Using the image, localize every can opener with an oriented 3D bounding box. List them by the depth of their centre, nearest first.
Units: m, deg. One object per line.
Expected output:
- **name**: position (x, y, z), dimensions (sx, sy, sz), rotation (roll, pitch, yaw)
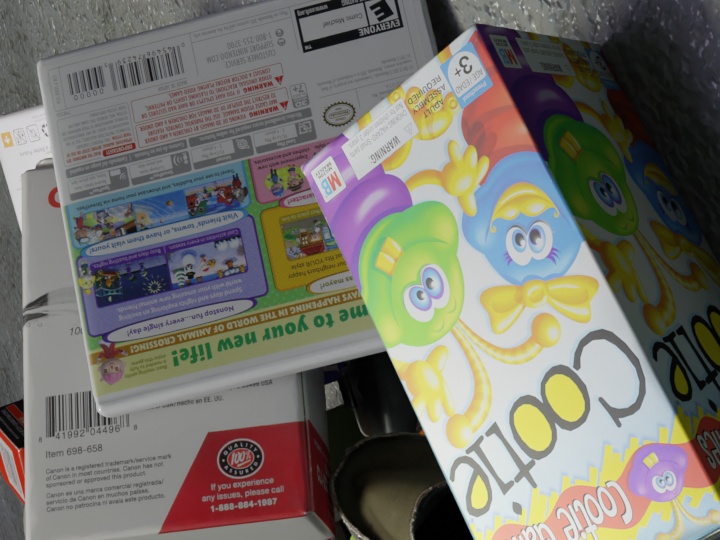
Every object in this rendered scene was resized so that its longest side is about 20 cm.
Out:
- **can opener**: position (0.000, 0.000, 0.859), dimensions (0.066, 0.052, 0.202), rotation (-31, 76, 65)

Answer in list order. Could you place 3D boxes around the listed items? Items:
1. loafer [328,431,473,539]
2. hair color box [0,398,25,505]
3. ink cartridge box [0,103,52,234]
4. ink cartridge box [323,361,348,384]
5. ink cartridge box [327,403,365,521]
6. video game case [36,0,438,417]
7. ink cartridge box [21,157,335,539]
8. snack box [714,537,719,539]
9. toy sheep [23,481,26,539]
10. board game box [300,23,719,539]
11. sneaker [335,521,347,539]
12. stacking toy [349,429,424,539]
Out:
- **loafer**: position (0.049, 0.112, 0.694), dimensions (0.199, 0.075, 0.070), rotation (16, 151, 52)
- **hair color box**: position (-0.168, 0.111, 1.122), dimensions (0.101, 0.198, 0.062), rotation (22, 127, 60)
- **ink cartridge box**: position (-0.167, -0.010, 0.946), dimensions (0.094, 0.037, 0.202), rotation (-8, 98, 36)
- **ink cartridge box**: position (-0.083, -0.017, 0.897), dimensions (0.044, 0.093, 0.202), rotation (-95, -15, -71)
- **ink cartridge box**: position (-0.038, 0.134, 0.974), dimensions (0.060, 0.103, 0.200), rotation (65, 156, 12)
- **video game case**: position (-0.048, -0.040, 0.730), dimensions (0.022, 0.198, 0.184), rotation (61, -164, -76)
- **ink cartridge box**: position (-0.095, 0.042, 0.777), dimensions (0.084, 0.143, 0.202), rotation (67, -163, -70)
- **snack box**: position (0.129, 0.150, 0.701), dimensions (0.116, 0.037, 0.202), rotation (-3, 104, 65)
- **toy sheep**: position (-0.127, 0.133, 0.860), dimensions (0.139, 0.199, 0.138), rotation (60, -178, -3)
- **board game box**: position (0.080, 0.019, 0.590), dimensions (0.103, 0.104, 0.202), rotation (-36, 72, 33)
- **sneaker**: position (-0.033, 0.261, 1.088), dimensions (0.201, 0.076, 0.112), rotation (53, 142, 22)
- **stacking toy**: position (0.028, 0.172, 0.886), dimensions (0.109, 0.116, 0.202), rotation (27, 118, 20)
